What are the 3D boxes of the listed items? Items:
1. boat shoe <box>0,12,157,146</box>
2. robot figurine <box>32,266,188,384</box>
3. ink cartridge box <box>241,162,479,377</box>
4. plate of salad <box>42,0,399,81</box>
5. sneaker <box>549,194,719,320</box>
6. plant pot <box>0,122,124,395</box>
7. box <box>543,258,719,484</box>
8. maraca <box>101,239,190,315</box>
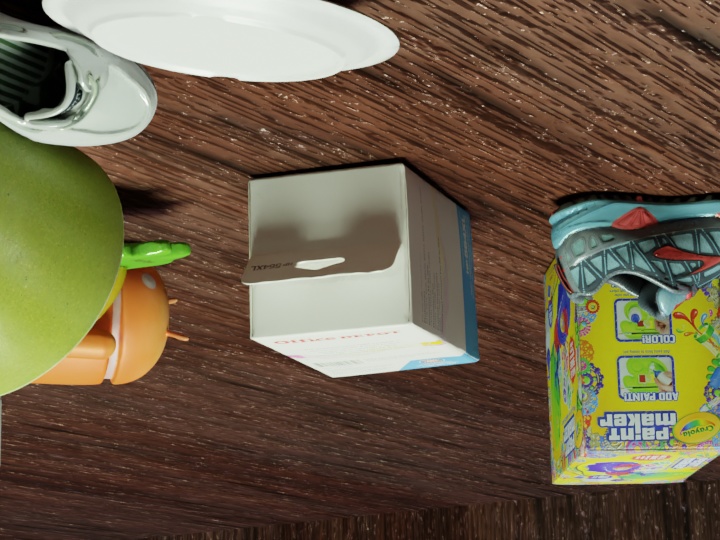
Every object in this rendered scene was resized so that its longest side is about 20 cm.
[{"bbox_3d":[-0.187,-0.106,1.317,0.200,0.074,0.067,13,-163,-47],"label":"boat shoe"},{"bbox_3d":[-0.246,0.036,1.877,0.200,0.117,0.144,2,159,-13],"label":"robot figurine"},{"bbox_3d":[0.000,0.000,1.723,0.128,0.125,0.200,-6,166,17],"label":"ink cartridge box"},{"bbox_3d":[-0.076,-0.145,1.266,0.200,0.048,0.200,7,172,1],"label":"plate of salad"},{"bbox_3d":[0.248,-0.006,1.797,0.200,0.096,0.079,0,167,-7],"label":"sneaker"},{"bbox_3d":[-0.274,-0.044,1.376,0.187,0.187,0.200,-7,151,23],"label":"plant pot"},{"bbox_3d":[0.231,0.074,1.924,0.122,0.193,0.200,-1,166,-4],"label":"box"},{"bbox_3d":[-0.231,0.000,1.738,0.200,0.107,0.137,-10,179,14],"label":"maraca"}]
